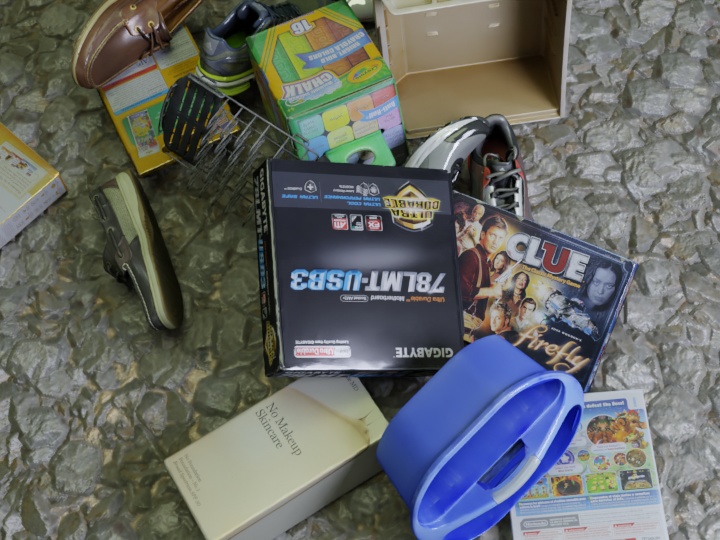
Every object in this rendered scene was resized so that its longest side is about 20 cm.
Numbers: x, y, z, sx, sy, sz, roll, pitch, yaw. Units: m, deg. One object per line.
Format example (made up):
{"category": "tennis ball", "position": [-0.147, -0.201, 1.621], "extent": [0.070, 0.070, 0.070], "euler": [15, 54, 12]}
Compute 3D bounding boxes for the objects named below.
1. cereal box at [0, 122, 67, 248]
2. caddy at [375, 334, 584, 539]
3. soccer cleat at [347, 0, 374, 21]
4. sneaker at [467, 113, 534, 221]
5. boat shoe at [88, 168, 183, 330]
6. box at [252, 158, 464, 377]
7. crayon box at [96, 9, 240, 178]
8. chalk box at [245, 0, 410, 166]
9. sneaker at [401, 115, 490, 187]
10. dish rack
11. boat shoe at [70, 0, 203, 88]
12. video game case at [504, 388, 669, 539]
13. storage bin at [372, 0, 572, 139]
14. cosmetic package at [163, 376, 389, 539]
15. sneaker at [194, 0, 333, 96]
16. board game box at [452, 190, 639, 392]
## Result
{"category": "cereal box", "position": [-0.446, -0.072, 1.416], "extent": [0.144, 0.040, 0.200], "euler": [38, 71, 24]}
{"category": "caddy", "position": [0.112, 0.159, 1.145], "extent": [0.200, 0.141, 0.105], "euler": [-45, 50, -1]}
{"category": "soccer cleat", "position": [-0.024, -0.377, 1.535], "extent": [0.084, 0.069, 0.201], "euler": [-19, 64, -10]}
{"category": "sneaker", "position": [0.143, -0.074, 1.328], "extent": [0.076, 0.082, 0.202], "euler": [-9, 61, 1]}
{"category": "boat shoe", "position": [-0.240, -0.015, 1.348], "extent": [0.065, 0.072, 0.202], "euler": [-24, 59, 4]}
{"category": "box", "position": [0.000, 0.000, 1.210], "extent": [0.198, 0.050, 0.201], "euler": [3, 74, -25]}
{"category": "crayon box", "position": [-0.225, -0.192, 1.456], "extent": [0.125, 0.052, 0.201], "euler": [-24, 59, -8]}
{"category": "chalk box", "position": [-0.028, -0.169, 1.356], "extent": [0.123, 0.124, 0.201], "euler": [-22, 47, -7]}
{"category": "sneaker", "position": [0.068, -0.078, 1.331], "extent": [0.079, 0.074, 0.200], "euler": [43, 97, 13]}
{"category": "dish rack", "position": [-0.126, -0.108, 1.315], "extent": [0.199, 0.154, 0.055], "euler": [34, 54, 1]}
{"category": "boat shoe", "position": [-0.247, -0.278, 1.437], "extent": [0.067, 0.072, 0.201], "euler": [27, 63, 22]}
{"category": "video game case", "position": [0.208, 0.211, 1.192], "extent": [0.141, 0.018, 0.202], "euler": [-5, 60, 4]}
{"category": "storage bin", "position": [0.117, -0.249, 1.365], "extent": [0.196, 0.201, 0.095], "euler": [-8, 57, 1]}
{"category": "cosmetic package", "position": [-0.073, 0.180, 1.210], "extent": [0.199, 0.073, 0.104], "euler": [-32, 61, -11]}
{"category": "sneaker", "position": [-0.102, -0.270, 1.432], "extent": [0.074, 0.081, 0.200], "euler": [39, 58, 19]}
{"category": "board game box", "position": [0.158, 0.019, 1.267], "extent": [0.198, 0.035, 0.137], "euler": [22, 92, 18]}
